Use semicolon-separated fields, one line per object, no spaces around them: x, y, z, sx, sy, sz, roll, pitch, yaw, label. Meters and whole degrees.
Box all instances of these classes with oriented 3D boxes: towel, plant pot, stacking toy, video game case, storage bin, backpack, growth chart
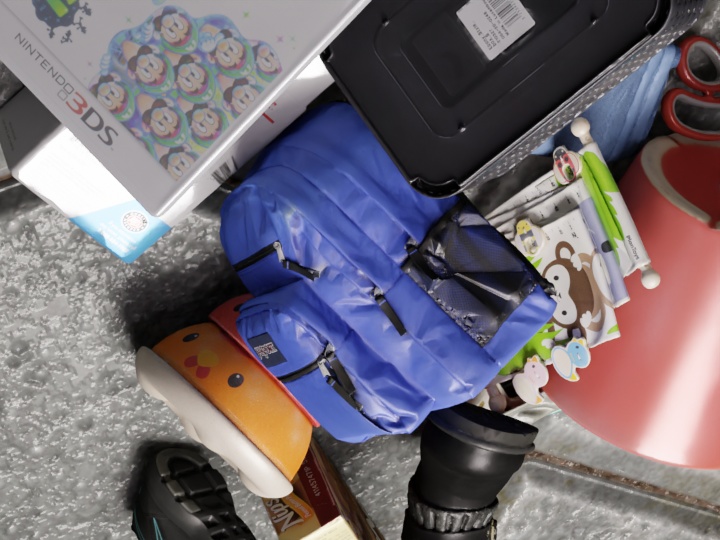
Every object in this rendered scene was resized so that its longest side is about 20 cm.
0.116;-0.130;1.341;0.199;0.049;0.112;2;125;-26;towel
0.237;0.013;1.405;0.199;0.201;0.178;3;125;-26;plant pot
-0.048;0.046;1.382;0.200;0.146;0.146;-48;133;-9;stacking toy
-0.116;-0.164;1.154;0.182;0.024;0.200;46;103;0;video game case
0.090;-0.152;1.176;0.200;0.136;0.094;-38;174;25;storage bin
0.000;0.000;1.268;0.168;0.162;0.200;-44;98;-26;backpack
0.128;0.005;1.370;0.018;0.145;0.200;-13;160;-44;growth chart

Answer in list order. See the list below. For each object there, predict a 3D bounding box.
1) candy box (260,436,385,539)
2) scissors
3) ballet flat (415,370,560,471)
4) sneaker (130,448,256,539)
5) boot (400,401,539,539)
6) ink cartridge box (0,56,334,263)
-0.014;0.218;1.516;0.055;0.116;0.200;-30;132;3;candy box
0.298;-0.120;1.431;0.199;0.014;0.074;9;83;-32;scissors
0.122;0.095;1.525;0.199;0.067;0.064;-27;105;-2;ballet flat
-0.102;0.226;1.442;0.075;0.200;0.079;-4;140;-48;sneaker
0.065;0.173;1.376;0.079;0.211;0.159;17;85;5;boot
-0.118;-0.113;1.238;0.200;0.067;0.116;-40;131;11;ink cartridge box
